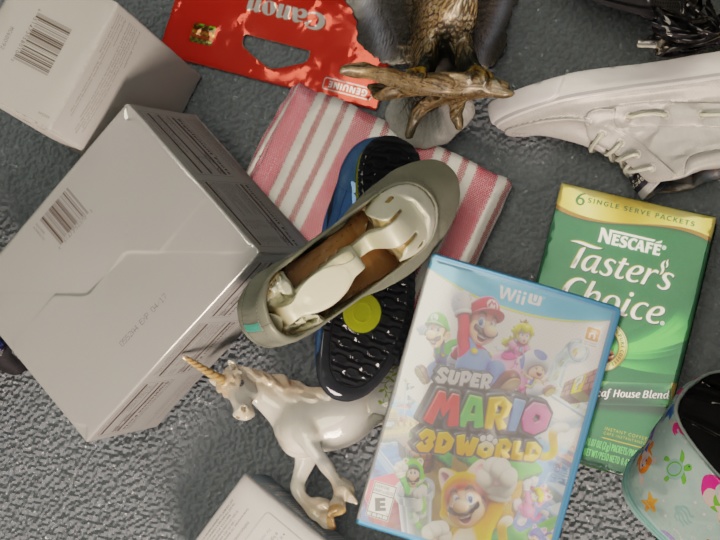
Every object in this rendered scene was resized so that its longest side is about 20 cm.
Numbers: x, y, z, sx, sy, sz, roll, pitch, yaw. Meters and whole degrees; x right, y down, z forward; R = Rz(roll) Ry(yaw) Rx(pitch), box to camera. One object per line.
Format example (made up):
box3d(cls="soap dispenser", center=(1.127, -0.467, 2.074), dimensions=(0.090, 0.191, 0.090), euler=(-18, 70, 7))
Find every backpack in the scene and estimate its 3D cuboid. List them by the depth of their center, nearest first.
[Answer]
box3d(cls="backpack", center=(0.275, 0.167, 1.079), dimensions=(0.200, 0.177, 0.151), euler=(43, 123, 15))

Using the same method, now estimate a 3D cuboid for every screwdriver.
box3d(cls="screwdriver", center=(-0.283, 0.043, 1.213), dimensions=(0.029, 0.200, 0.028), euler=(-41, 74, -13))

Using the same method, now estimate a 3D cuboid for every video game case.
box3d(cls="video game case", center=(0.092, 0.103, 1.151), dimensions=(0.142, 0.018, 0.201), euler=(16, 85, 2))

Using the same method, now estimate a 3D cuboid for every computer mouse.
box3d(cls="computer mouse", center=(0.193, -0.214, 1.195), dimensions=(0.200, 0.138, 0.053), euler=(45, 128, 26))

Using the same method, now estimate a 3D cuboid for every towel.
box3d(cls="towel", center=(0.002, -0.044, 1.250), dimensions=(0.199, 0.030, 0.147), euler=(26, 87, 13))

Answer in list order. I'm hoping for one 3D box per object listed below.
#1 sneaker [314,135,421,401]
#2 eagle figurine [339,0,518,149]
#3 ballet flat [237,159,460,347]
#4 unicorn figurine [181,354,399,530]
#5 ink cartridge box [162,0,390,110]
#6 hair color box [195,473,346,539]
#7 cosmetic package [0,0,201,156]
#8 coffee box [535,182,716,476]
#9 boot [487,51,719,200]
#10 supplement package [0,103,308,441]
box3d(cls="sneaker", center=(0.000, 0.000, 1.196), dimensions=(0.066, 0.078, 0.201), euler=(13, 79, -19))
box3d(cls="eagle figurine", center=(0.061, -0.206, 1.198), dimensions=(0.150, 0.152, 0.201), euler=(-22, 53, 26))
box3d(cls="ballet flat", center=(0.003, -0.011, 1.125), dimensions=(0.200, 0.064, 0.068), euler=(-37, 100, -19))
box3d(cls="unicorn figurine", center=(-0.021, 0.116, 1.200), dimensions=(0.199, 0.074, 0.138), euler=(-13, 64, -19))
box3d(cls="ink cartridge box", center=(-0.056, -0.238, 1.283), dimensions=(0.199, 0.044, 0.174), euler=(16, 84, 14))
box3d(cls="hair color box", center=(-0.033, 0.251, 1.196), dimensions=(0.200, 0.061, 0.099), euler=(37, 91, 16))
box3d(cls="cosmetic package", center=(-0.205, -0.144, 1.220), dimensions=(0.085, 0.200, 0.108), euler=(27, 86, 13))
box3d(cls="coffee box", center=(0.181, 0.044, 1.186), dimensions=(0.122, 0.044, 0.201), euler=(15, 85, 14))
box3d(cls="boot", center=(0.196, -0.099, 1.191), dimensions=(0.199, 0.074, 0.096), euler=(-9, 84, 16))
box3d(cls="supplement package", center=(-0.165, 0.001, 1.216), dimensions=(0.200, 0.111, 0.156), euler=(-46, 75, 16))
